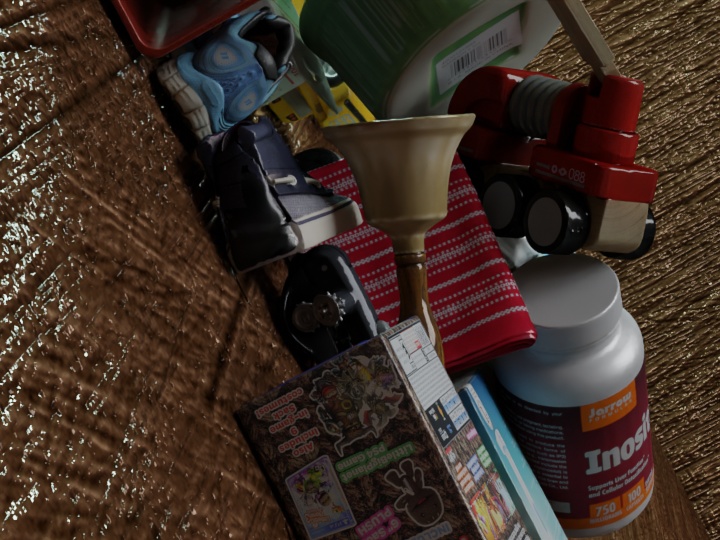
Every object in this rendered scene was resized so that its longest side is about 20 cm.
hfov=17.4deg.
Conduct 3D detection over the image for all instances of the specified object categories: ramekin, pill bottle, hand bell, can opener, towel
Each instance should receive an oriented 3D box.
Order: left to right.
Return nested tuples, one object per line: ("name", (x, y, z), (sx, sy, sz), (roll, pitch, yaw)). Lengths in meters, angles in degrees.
("can opener", (0.006, 0.076, 1.559), (0.201, 0.063, 0.079), (64, 23, 5))
("towel", (0.027, -0.006, 1.665), (0.023, 0.144, 0.201), (77, -8, -58))
("hand bell", (0.034, 0.000, 1.572), (0.104, 0.103, 0.201), (-22, 107, -81))
("ramekin", (0.062, -0.196, 1.755), (0.098, 0.200, 0.200), (54, 6, 18))
("pill bottle", (0.156, 0.092, 1.741), (0.113, 0.112, 0.201), (-106, -176, -52))

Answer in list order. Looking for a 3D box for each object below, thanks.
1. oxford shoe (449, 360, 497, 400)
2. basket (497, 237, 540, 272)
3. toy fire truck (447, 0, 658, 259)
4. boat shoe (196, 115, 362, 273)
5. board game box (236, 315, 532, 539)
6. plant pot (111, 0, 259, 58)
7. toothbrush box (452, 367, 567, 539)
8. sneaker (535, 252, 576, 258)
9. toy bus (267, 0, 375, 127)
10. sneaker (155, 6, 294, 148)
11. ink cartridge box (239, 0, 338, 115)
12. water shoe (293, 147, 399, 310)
("oxford shoe", (0.065, 0.050, 1.757), (0.075, 0.070, 0.201), (-67, 137, -62))
("basket", (0.071, -0.011, 1.914), (0.136, 0.123, 0.200), (48, 4, 16))
("toy fire truck", (0.132, -0.122, 1.705), (0.128, 0.201, 0.176), (4, 12, -40))
("boat shoe", (-0.054, -0.059, 1.574), (0.200, 0.074, 0.093), (-34, 104, -80))
("board game box", (0.027, 0.141, 1.392), (0.201, 0.096, 0.159), (63, 9, 2))
("plant pot", (-0.107, -0.277, 1.600), (0.201, 0.199, 0.176), (61, -2, -7))
("toothbrush box", (0.089, 0.181, 1.655), (0.201, 0.085, 0.146), (62, 7, -1))
("sneaker", (0.146, 0.074, 1.855), (0.081, 0.076, 0.201), (-82, -176, -50))
("toy bus", (-0.057, -0.194, 1.938), (0.201, 0.078, 0.065), (67, 10, 28))
("sneaker", (-0.080, -0.141, 1.623), (0.079, 0.090, 0.200), (60, 9, -16))
("ink cartridge box", (-0.094, -0.203, 1.796), (0.201, 0.067, 0.116), (65, 9, 21))
("water shoe", (0.000, 0.000, 1.728), (0.079, 0.071, 0.201), (59, 10, -59))
